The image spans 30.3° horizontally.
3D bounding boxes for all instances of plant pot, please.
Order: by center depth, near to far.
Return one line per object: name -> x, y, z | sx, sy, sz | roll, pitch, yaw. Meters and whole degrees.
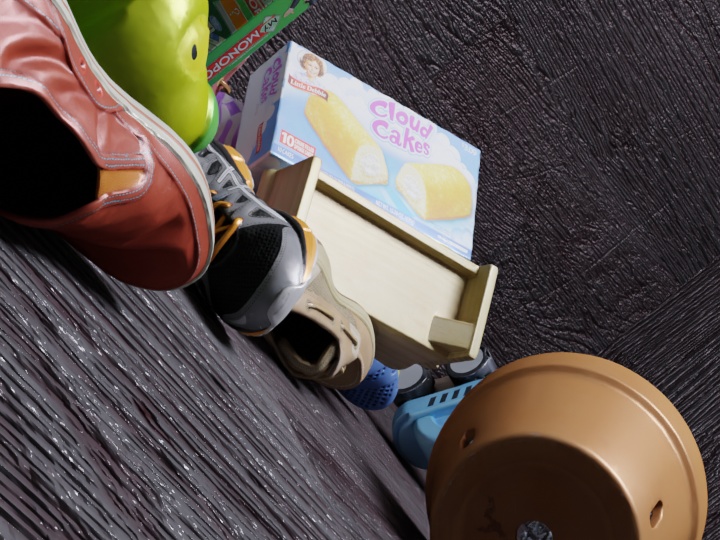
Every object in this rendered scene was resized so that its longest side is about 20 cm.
plant pot -> 0.129, 0.165, 0.897 | 0.200, 0.200, 0.140 | 51, 17, 7

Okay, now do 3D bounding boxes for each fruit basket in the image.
fruit basket -> -0.131, -0.156, 0.651 | 0.215, 0.156, 0.216 | 33, 21, -14

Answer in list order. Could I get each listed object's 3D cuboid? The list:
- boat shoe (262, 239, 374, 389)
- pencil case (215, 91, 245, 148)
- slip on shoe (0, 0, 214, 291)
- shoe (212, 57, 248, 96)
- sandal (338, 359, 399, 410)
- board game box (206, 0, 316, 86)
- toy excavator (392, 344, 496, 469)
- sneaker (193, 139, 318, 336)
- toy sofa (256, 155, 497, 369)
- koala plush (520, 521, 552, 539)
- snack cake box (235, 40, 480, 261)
boat shoe -> -0.038, 0.046, 0.942 | 0.200, 0.071, 0.065 | 60, 28, -57
pencil case -> -0.079, -0.082, 1.113 | 0.199, 0.084, 0.086 | 24, 47, -23
slip on shoe -> -0.107, -0.037, 0.473 | 0.200, 0.074, 0.062 | 63, 25, -60
shoe -> -0.119, -0.128, 0.932 | 0.072, 0.090, 0.201 | -107, -176, -46
sandal -> -0.024, 0.059, 1.120 | 0.087, 0.079, 0.200 | -82, 151, -43
board game box -> -0.124, -0.205, 0.825 | 0.200, 0.134, 0.029 | 52, 1, 25
toy excavator -> 0.124, 0.169, 1.268 | 0.201, 0.193, 0.100 | -88, 156, -53
sneaker -> -0.094, -0.030, 0.811 | 0.077, 0.078, 0.200 | 33, 9, -41
toy sofa -> 0.000, 0.000, 1.017 | 0.199, 0.083, 0.097 | 29, -26, -29
koala plush -> 0.211, 0.273, 1.154 | 0.184, 0.178, 0.200 | 41, 3, 5
snack cake box -> -0.001, -0.083, 1.075 | 0.199, 0.067, 0.116 | 26, 54, -27
